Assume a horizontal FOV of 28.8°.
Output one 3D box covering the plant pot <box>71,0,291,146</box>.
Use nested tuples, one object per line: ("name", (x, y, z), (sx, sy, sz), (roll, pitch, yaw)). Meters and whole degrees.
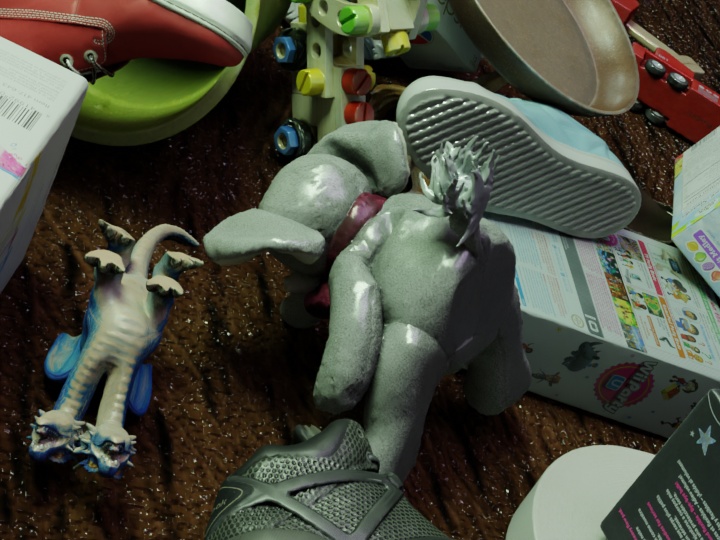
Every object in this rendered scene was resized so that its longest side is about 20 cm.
("plant pot", (-0.127, -0.199, 0.935), (0.199, 0.201, 0.190), (34, 22, 6))

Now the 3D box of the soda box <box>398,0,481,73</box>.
("soda box", (0.027, -0.221, 1.017), (0.063, 0.069, 0.200), (11, -15, 33))

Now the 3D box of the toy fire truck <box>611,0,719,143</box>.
("toy fire truck", (0.299, -0.192, 1.365), (0.199, 0.049, 0.141), (31, 32, 1))

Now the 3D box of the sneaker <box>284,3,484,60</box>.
("sneaker", (0.021, -0.229, 1.180), (0.196, 0.080, 0.130), (-1, 20, -10))

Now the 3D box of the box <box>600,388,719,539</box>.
("box", (0.237, 0.173, 0.706), (0.131, 0.115, 0.201), (6, 42, -35))

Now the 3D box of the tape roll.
("tape roll", (0.173, 0.184, 0.778), (0.201, 0.037, 0.204), (22, 34, -15))

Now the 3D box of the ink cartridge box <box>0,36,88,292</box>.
("ink cartridge box", (-0.231, -0.025, 0.653), (0.127, 0.126, 0.201), (26, 33, -6))

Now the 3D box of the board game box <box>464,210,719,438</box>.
("board game box", (0.152, 0.026, 0.947), (0.198, 0.065, 0.148), (18, 35, -17))

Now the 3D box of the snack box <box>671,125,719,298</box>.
("snack box", (0.307, -0.011, 1.047), (0.169, 0.067, 0.200), (49, 22, -7))

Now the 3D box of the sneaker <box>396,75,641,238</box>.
("sneaker", (0.096, -0.084, 0.933), (0.199, 0.074, 0.082), (25, 26, -33))

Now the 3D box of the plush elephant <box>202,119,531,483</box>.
("plush elephant", (0.000, 0.000, 0.785), (0.154, 0.202, 0.164), (24, 39, 32))

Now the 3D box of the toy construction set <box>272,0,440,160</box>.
("toy construction set", (-0.006, -0.120, 0.930), (0.091, 0.203, 0.130), (7, 4, -42))

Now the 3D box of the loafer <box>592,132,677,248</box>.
("loafer", (0.175, -0.064, 1.076), (0.198, 0.072, 0.073), (23, 33, -11))

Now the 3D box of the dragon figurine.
("dragon figurine", (-0.126, 0.034, 0.718), (0.058, 0.100, 0.200), (21, 15, -10))

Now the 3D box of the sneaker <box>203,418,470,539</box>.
("sneaker", (0.020, 0.134, 0.686), (0.197, 0.077, 0.115), (15, 42, -14))

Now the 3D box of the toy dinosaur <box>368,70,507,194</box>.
("toy dinosaur", (0.062, -0.109, 1.045), (0.105, 0.061, 0.201), (30, 62, 9))

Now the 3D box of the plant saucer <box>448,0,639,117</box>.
("plant saucer", (0.122, -0.187, 1.002), (0.199, 0.034, 0.202), (30, 40, -29))

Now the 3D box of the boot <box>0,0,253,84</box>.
("boot", (-0.167, -0.109, 0.800), (0.198, 0.146, 0.072), (16, -10, 16))
